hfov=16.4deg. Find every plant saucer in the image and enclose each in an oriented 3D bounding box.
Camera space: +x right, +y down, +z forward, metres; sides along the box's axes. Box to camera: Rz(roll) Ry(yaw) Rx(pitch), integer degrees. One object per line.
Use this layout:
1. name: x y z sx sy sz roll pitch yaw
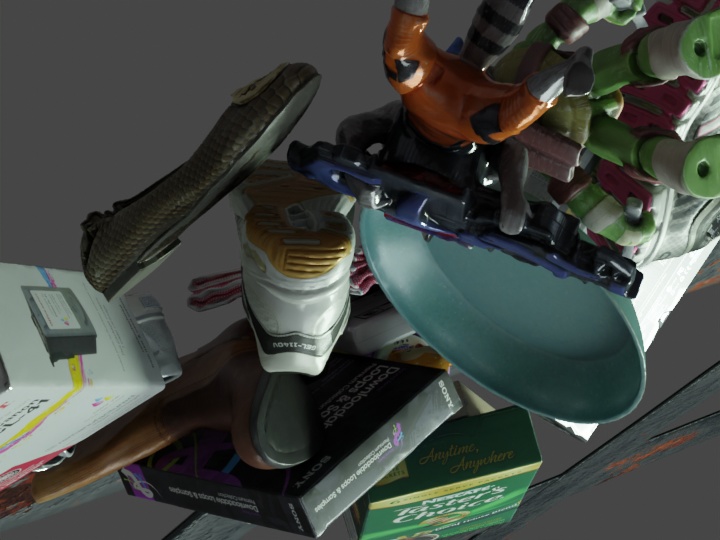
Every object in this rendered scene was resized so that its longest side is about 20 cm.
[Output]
1. plant saucer: 0.090 0.009 1.469 0.036 0.200 0.200 -51 178 -26

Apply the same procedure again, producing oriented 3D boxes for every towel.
1. towel: 0.000 0.000 1.636 0.146 0.030 0.199 -9 180 37

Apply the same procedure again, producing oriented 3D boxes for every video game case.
1. video game case: 0.050 0.007 1.722 0.199 0.024 0.182 -23 -168 -20

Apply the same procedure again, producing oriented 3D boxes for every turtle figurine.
1. turtle figurine: 0.160 -0.094 1.410 0.193 0.199 0.145 8 -112 57

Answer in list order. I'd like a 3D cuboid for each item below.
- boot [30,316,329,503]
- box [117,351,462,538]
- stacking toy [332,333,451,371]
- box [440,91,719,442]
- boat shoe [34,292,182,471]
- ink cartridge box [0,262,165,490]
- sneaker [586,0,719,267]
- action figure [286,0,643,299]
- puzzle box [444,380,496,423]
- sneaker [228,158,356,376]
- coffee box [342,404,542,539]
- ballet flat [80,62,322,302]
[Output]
1. boot: -0.124 0.097 1.576 0.199 0.069 0.189 -21 -153 13
2. box: -0.050 0.105 1.613 0.199 0.036 0.143 7 -141 47
3. stacking toy: 0.022 0.070 1.729 0.115 0.111 0.200 -7 176 -13
4. box: 0.145 -0.007 1.623 0.158 0.048 0.201 34 88 -43
5. boat shoe: -0.201 0.089 1.585 0.199 0.069 0.072 -29 167 7
6. ink cartridge box: -0.223 0.066 1.421 0.147 0.086 0.200 -31 169 17
7. sneaker: 0.207 -0.092 1.552 0.087 0.074 0.201 1 114 -39
8. action figure: 0.073 -0.072 1.301 0.194 0.199 0.105 114 1 -58
9. puzzle box: -0.007 0.126 1.700 0.199 0.026 0.133 -19 163 11
10. sneaker: -0.041 -0.004 1.376 0.075 0.088 0.200 5 -162 0
11. coffee box: 0.052 0.146 1.691 0.122 0.044 0.200 -12 164 -8
12. ballet flat: -0.092 -0.053 1.334 0.200 0.046 0.067 -43 175 38
